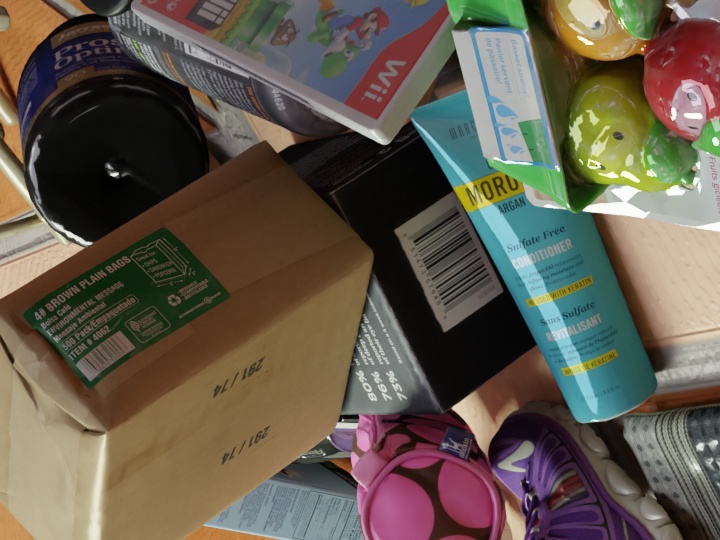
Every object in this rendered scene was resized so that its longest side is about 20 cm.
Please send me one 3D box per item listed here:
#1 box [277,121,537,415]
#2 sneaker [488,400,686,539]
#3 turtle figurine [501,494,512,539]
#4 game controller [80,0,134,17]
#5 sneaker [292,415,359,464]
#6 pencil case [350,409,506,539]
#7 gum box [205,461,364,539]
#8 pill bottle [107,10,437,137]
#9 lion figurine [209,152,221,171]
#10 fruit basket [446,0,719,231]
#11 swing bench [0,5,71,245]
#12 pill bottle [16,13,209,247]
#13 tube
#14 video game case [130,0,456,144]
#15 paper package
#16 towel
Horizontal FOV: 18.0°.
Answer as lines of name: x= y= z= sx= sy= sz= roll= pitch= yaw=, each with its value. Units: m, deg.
box: x=0.000 y=0.000 z=1.357 sx=0.200 sy=0.104 sz=0.148 roll=-4 pitch=116 yaw=58
sneaker: x=0.119 y=0.145 z=1.321 sx=0.200 sy=0.083 sz=0.081 roll=45 pitch=157 yaw=57
turtle figurine: x=0.058 y=0.253 z=1.456 sx=0.144 sy=0.200 sz=0.194 roll=46 pitch=-153 yaw=-74
game controller: x=-0.119 y=-0.242 z=1.264 sx=0.104 sy=0.042 sz=0.200 roll=51 pitch=122 yaw=40
sneaker: x=-0.066 y=0.100 z=1.488 sx=0.088 sy=0.200 sz=0.076 roll=97 pitch=174 yaw=-54
pencil case: x=0.034 y=0.122 z=1.342 sx=0.094 sy=0.091 sz=0.200 roll=29 pitch=-178 yaw=-4
gum box: x=-0.103 y=0.131 z=1.559 sx=0.170 sy=0.200 sz=0.045 roll=27 pitch=97 yaw=47
pill bottle: x=-0.046 y=-0.138 z=1.287 sx=0.200 sy=0.106 sz=0.106 roll=26 pitch=139 yaw=42
lion figurine: x=-0.101 y=-0.017 z=1.523 sx=0.122 sy=0.072 sz=0.200 roll=-28 pitch=89 yaw=27
fruit basket: x=0.136 y=-0.095 z=1.074 sx=0.200 sy=0.094 sz=0.185 roll=17 pitch=133 yaw=44
swing bench: x=-0.303 y=-0.127 z=1.596 sx=0.199 sy=0.130 sz=0.200 roll=-121 pitch=15 yaw=-53
pill bottle: x=-0.160 y=-0.095 z=1.431 sx=0.200 sy=0.112 sz=0.112 roll=-116 pitch=6 yaw=-66
tube: x=0.102 y=-0.014 z=1.247 sx=0.200 sy=0.077 sz=0.050 roll=64 pitch=-166 yaw=-13
video game case: x=-0.018 y=-0.161 z=1.198 sx=0.200 sy=0.143 sz=0.017 roll=30 pitch=173 yaw=38
paper package: x=-0.102 y=0.055 z=1.256 sx=0.103 sy=0.200 sz=0.191 roll=43 pitch=147 yaw=22
towel: x=0.248 y=0.157 z=1.229 sx=0.193 sy=0.035 sz=0.200 roll=-13 pitch=106 yaw=56
